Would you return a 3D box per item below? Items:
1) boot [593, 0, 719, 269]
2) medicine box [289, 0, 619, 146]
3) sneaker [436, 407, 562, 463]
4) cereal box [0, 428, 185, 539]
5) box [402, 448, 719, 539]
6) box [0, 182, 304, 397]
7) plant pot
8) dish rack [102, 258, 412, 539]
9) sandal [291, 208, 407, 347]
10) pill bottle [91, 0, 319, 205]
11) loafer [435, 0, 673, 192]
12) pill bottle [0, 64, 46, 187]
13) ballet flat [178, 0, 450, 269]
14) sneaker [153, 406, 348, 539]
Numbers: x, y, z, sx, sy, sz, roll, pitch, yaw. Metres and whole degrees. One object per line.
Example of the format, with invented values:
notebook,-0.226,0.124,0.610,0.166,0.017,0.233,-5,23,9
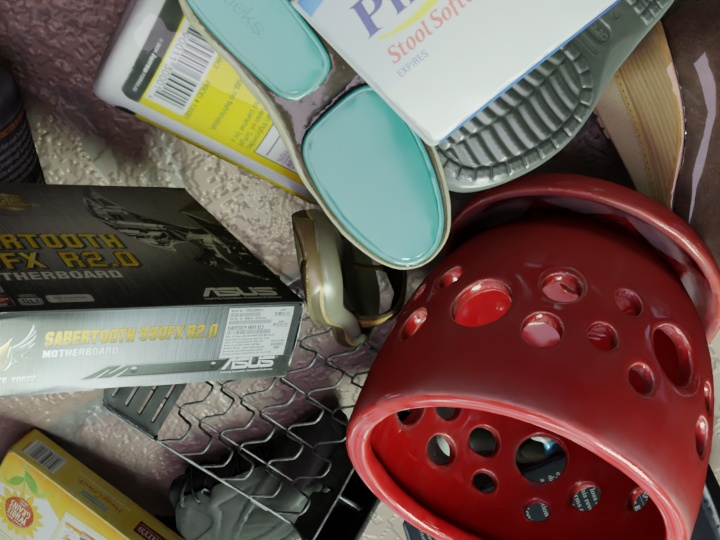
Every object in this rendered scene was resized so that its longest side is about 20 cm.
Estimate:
boot,0.246,-0.080,0.788,0.166,0.072,0.200,-26,116,17
medicine box,0.066,-0.189,0.641,0.182,0.200,0.103,-37,116,20
sneaker,0.142,0.097,0.891,0.199,0.087,0.075,-9,120,3
cereal box,-0.232,0.234,0.968,0.144,0.040,0.200,36,118,4
box,0.152,0.188,0.898,0.199,0.105,0.148,-25,161,12
box,-0.153,0.005,0.693,0.199,0.158,0.049,0,117,-34
plant pot,0.111,0.060,0.768,0.199,0.183,0.201,16,144,11
dish rack,-0.060,0.075,0.849,0.200,0.054,0.154,36,73,-20
sandal,0.000,0.000,0.768,0.054,0.200,0.081,-15,83,4
pill bottle,-0.040,-0.106,0.742,0.199,0.114,0.114,26,118,-17
loafer,0.100,-0.115,0.720,0.200,0.070,0.075,-42,99,-16
pill bottle,-0.243,-0.056,0.774,0.106,0.106,0.201,-6,122,3
ballet flat,-0.020,-0.091,0.656,0.069,0.070,0.200,-29,110,16
sneaker,-0.086,0.164,0.939,0.091,0.076,0.200,38,110,-11
